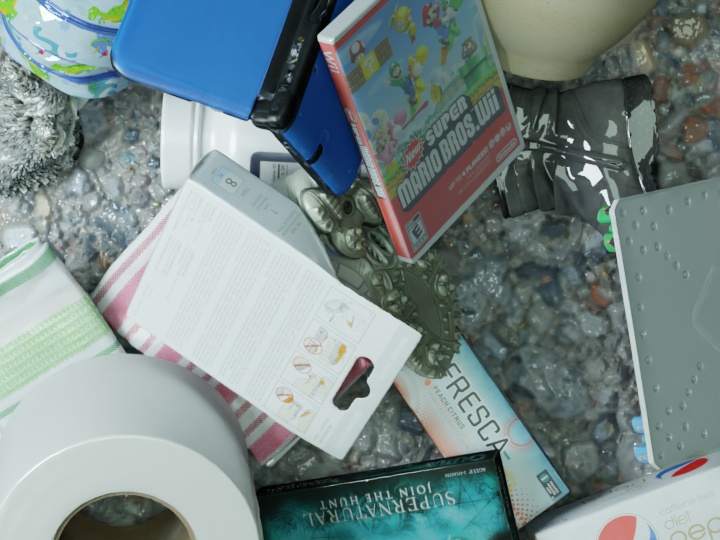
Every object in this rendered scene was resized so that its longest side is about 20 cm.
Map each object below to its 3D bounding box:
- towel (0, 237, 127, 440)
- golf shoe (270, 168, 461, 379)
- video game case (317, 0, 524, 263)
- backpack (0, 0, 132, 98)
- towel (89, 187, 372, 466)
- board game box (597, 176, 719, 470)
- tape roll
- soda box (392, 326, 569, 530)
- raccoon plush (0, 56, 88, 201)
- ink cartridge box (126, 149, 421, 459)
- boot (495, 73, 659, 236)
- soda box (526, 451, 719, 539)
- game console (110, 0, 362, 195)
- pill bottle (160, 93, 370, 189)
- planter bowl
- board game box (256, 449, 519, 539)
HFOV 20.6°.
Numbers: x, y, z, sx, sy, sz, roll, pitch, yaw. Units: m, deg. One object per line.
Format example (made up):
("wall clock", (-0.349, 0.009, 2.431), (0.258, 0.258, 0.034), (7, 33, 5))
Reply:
("towel", (-0.250, 0.092, 1.527), (0.148, 0.031, 0.201), (-32, 112, 1))
("golf shoe", (0.000, 0.000, 1.479), (0.201, 0.097, 0.078), (55, 53, -25))
("video game case", (0.048, -0.124, 1.408), (0.143, 0.017, 0.201), (-45, 133, -28))
("backpack", (-0.182, -0.215, 1.457), (0.163, 0.200, 0.154), (35, 108, -2))
("towel", (-0.102, 0.045, 1.522), (0.200, 0.030, 0.146), (42, 124, -4))
("board game box", (0.269, 0.032, 1.515), (0.199, 0.026, 0.202), (-12, 94, -37))
("tape roll", (-0.177, 0.182, 1.483), (0.200, 0.139, 0.205), (-3, 113, -7))
("soda box", (0.079, 0.107, 1.550), (0.068, 0.064, 0.201), (-35, 94, 1))
("raccoon plush", (-0.281, -0.081, 1.493), (0.097, 0.134, 0.200), (42, 92, -5))
("ink cartridge box", (-0.060, 0.027, 1.439), (0.199, 0.047, 0.161), (33, 134, 3))
("boot", (0.172, -0.051, 1.549), (0.130, 0.070, 0.202), (-7, 85, 4))
("soda box", (0.235, 0.198, 1.552), (0.198, 0.064, 0.069), (-20, 94, 0))
("game console", (-0.059, -0.179, 1.382), (0.117, 0.171, 0.202), (9, 69, 29))
("pill bottle", (-0.050, -0.099, 1.510), (0.198, 0.111, 0.112), (3, 93, -2))
("planter bowl", (0.136, -0.227, 1.482), (0.198, 0.201, 0.136), (15, 120, -2))
("board game box", (0.026, 0.220, 1.536), (0.198, 0.028, 0.137), (-11, 101, 17))
